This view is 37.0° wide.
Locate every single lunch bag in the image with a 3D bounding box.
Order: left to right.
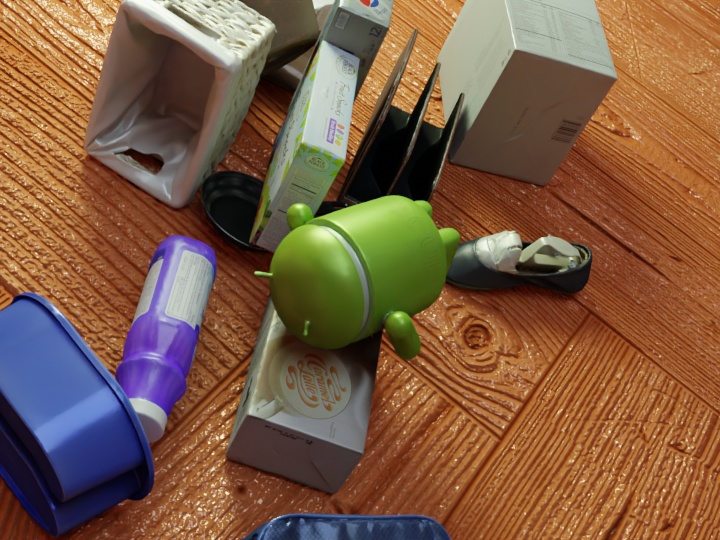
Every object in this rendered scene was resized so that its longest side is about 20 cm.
[{"bbox_3d":[-0.030,0.273,0.854,0.197,0.132,0.138,7,65,-22],"label":"lunch bag"}]

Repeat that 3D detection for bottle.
[{"bbox_3d":[-0.182,0.062,0.990,0.064,0.084,0.202,18,45,-11],"label":"bottle"}]

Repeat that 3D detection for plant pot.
[{"bbox_3d":[-0.133,-0.313,1.201,0.199,0.199,0.177,-27,91,-40],"label":"plant pot"}]

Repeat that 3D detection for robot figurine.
[{"bbox_3d":[0.000,0.000,0.997,0.198,0.117,0.176,-22,58,-38],"label":"robot figurine"}]

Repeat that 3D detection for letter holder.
[{"bbox_3d":[0.063,-0.171,1.271,0.099,0.143,0.201,24,45,-4],"label":"letter holder"}]

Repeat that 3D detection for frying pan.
[{"bbox_3d":[-0.102,-0.073,1.183,0.115,0.031,0.189,45,35,10],"label":"frying pan"}]

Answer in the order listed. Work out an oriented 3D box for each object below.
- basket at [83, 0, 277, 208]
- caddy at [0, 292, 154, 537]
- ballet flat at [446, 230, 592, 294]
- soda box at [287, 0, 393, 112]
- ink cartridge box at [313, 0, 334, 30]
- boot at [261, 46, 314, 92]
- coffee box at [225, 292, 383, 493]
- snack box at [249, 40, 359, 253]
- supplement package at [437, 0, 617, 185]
[{"bbox_3d":[-0.189,-0.193,1.131,0.134,0.201,0.124,31,40,2],"label":"basket"},{"bbox_3d":[-0.246,0.113,0.877,0.104,0.142,0.200,-31,70,-35],"label":"caddy"},{"bbox_3d":[0.186,-0.016,1.250,0.197,0.073,0.074,6,49,-21],"label":"ballet flat"},{"bbox_3d":[-0.028,-0.231,1.237,0.063,0.201,0.069,19,45,-11],"label":"soda box"},{"bbox_3d":[-0.125,-0.361,1.368,0.162,0.057,0.199,38,26,16],"label":"ink cartridge box"},{"bbox_3d":[-0.144,-0.253,1.300,0.198,0.064,0.188,28,44,-8],"label":"boot"},{"bbox_3d":[-0.047,0.095,1.031,0.113,0.080,0.202,21,46,-9],"label":"coffee box"},{"bbox_3d":[-0.057,-0.130,1.142,0.052,0.143,0.201,23,38,-14],"label":"snack box"},{"bbox_3d":[0.206,-0.258,1.382,0.145,0.192,0.202,12,48,-17],"label":"supplement package"}]
